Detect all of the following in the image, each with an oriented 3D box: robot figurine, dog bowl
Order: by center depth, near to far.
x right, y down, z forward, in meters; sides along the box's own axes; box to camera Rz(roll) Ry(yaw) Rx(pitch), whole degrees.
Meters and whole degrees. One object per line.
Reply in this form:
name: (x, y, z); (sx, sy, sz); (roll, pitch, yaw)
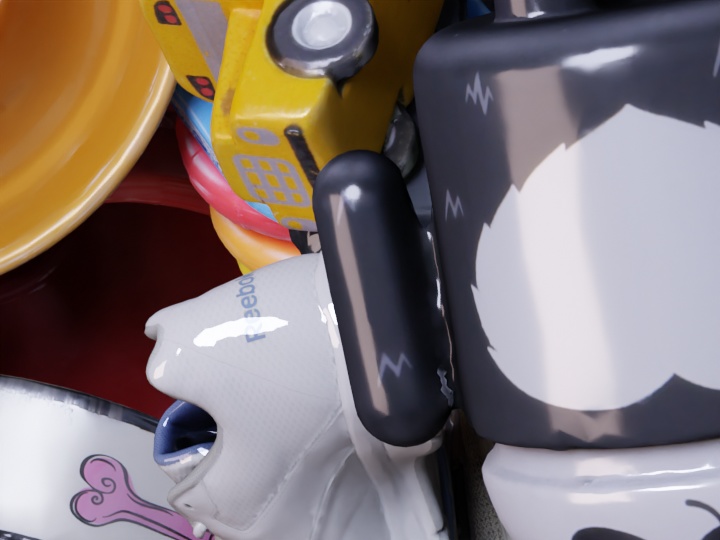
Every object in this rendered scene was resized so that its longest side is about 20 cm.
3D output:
robot figurine: (0.081, -0.009, 0.734); (0.150, 0.125, 0.201); (0, 102, 48)
dog bowl: (-0.109, 0.116, 0.948); (0.200, 0.200, 0.074); (131, 158, -57)

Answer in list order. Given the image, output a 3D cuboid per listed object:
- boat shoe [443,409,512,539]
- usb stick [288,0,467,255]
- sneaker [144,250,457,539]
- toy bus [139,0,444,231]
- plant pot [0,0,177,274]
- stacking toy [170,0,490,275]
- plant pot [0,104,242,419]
boat shoe: (0.067, 0.114, 0.903); (0.065, 0.072, 0.201); (156, 103, -70)
usb stick: (0.006, -0.087, 0.882); (0.033, 0.055, 0.201); (73, -166, -57)
sneaker: (-0.016, 0.059, 0.855); (0.200, 0.087, 0.075); (80, 180, -49)
toy bus: (-0.008, -0.111, 0.841); (0.065, 0.078, 0.200); (66, -144, -56)
plant pot: (-0.164, -0.101, 0.930); (0.183, 0.199, 0.201); (-145, 47, -76)
stacking toy: (0.000, 0.000, 0.972); (0.116, 0.109, 0.200); (53, 158, 42)
plant pot: (-0.131, 0.007, 1.099); (0.183, 0.200, 0.201); (-129, 37, -51)
